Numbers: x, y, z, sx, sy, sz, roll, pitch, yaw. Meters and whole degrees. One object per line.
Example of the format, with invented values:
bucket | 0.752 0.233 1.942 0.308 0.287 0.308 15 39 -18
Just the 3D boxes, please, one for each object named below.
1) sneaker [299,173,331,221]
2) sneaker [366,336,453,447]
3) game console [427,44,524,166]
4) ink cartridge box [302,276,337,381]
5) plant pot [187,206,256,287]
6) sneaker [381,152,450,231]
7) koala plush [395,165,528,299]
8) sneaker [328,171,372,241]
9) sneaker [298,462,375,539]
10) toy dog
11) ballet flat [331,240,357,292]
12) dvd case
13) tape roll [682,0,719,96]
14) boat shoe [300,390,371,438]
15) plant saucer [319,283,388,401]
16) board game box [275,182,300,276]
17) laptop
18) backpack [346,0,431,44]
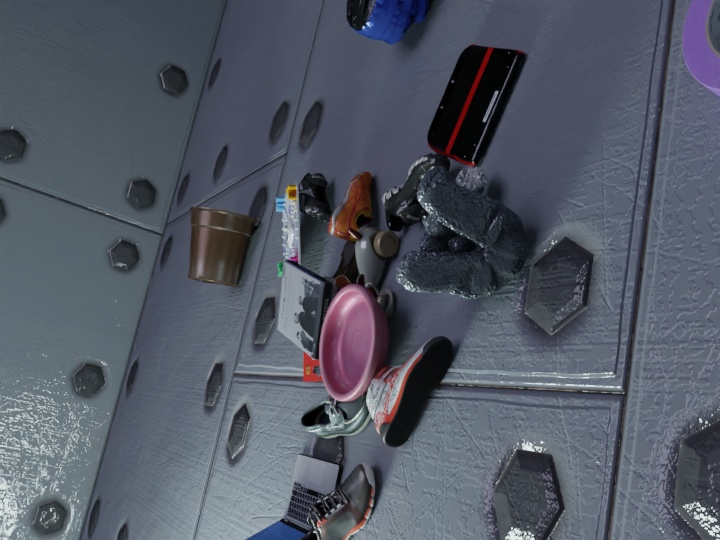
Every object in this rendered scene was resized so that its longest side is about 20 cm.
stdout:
sneaker | -0.108 -0.180 1.755 0.092 0.065 0.200 -68 24 12
sneaker | 0.071 0.171 1.205 0.205 0.066 0.108 -65 29 18
game console | 0.197 -0.292 1.309 0.176 0.030 0.204 37 107 58
ink cartridge box | -0.101 0.124 1.543 0.160 0.049 0.206 -16 70 60
plant pot | -0.412 -0.064 2.163 0.199 0.196 0.204 2 82 62
sneaker | 0.101 -0.131 1.347 0.200 0.065 0.093 -40 43 52
koala plush | 0.153 -0.063 1.135 0.201 0.179 0.182 -86 11 -71
sneaker | -0.006 -0.128 1.537 0.074 0.075 0.202 109 -177 -48
sneaker | -0.043 0.408 1.255 0.203 0.080 0.077 -63 28 16
toy dog | 0.000 0.000 1.417 0.131 0.094 0.205 -29 48 53
ballet flat | -0.037 0.022 1.542 0.203 0.045 0.068 -64 37 26
dvd case | -0.117 0.075 1.510 0.199 0.024 0.155 27 112 59
tape roll | 0.441 -0.271 0.781 0.200 0.064 0.204 -43 37 45
boat shoe | -0.043 0.262 1.370 0.199 0.061 0.075 -35 42 49
plant saucer | -0.008 0.129 1.327 0.199 0.050 0.206 -27 58 56
board game box | -0.173 -0.090 1.774 0.200 0.025 0.206 167 102 -74
laptop | -0.143 0.443 1.389 0.186 0.114 0.206 -10 64 59
backpack | 0.067 -0.585 1.583 0.204 0.164 0.163 -66 24 18
